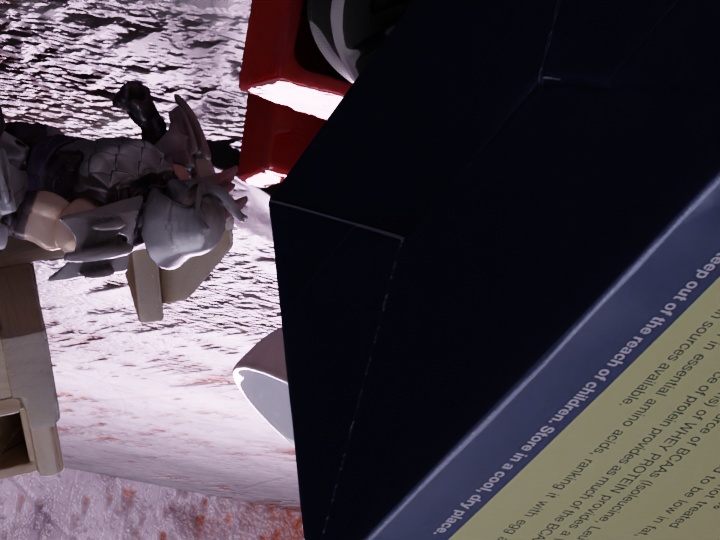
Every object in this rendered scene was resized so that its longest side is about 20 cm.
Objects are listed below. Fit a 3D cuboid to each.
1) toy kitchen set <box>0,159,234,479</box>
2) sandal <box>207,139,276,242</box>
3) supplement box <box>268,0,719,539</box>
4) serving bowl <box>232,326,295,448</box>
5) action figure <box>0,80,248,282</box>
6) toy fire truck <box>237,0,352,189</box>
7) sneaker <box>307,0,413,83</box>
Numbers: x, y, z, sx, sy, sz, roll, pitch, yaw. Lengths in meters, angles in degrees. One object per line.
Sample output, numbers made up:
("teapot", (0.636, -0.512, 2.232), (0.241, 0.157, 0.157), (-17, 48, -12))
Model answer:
("toy kitchen set", (-0.135, 0.046, 0.849), (0.162, 0.181, 0.200), (-11, -150, -10))
("sandal", (0.000, 0.000, 0.889), (0.199, 0.045, 0.075), (22, 155, -2))
("supplement box", (0.111, -0.003, 0.499), (0.199, 0.135, 0.200), (14, 137, -26))
("serving bowl", (0.034, 0.084, 0.962), (0.200, 0.066, 0.200), (35, 165, 10))
("action figure", (-0.128, -0.045, 0.745), (0.199, 0.070, 0.130), (18, -170, 27))
("toy fire truck", (0.026, -0.055, 0.712), (0.199, 0.049, 0.141), (15, 166, -30))
("sneaker", (0.075, -0.066, 0.604), (0.199, 0.074, 0.079), (14, -174, -23))
